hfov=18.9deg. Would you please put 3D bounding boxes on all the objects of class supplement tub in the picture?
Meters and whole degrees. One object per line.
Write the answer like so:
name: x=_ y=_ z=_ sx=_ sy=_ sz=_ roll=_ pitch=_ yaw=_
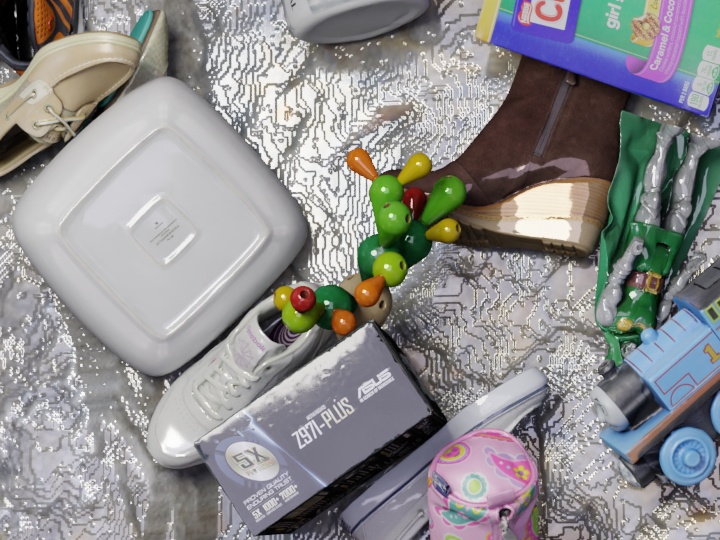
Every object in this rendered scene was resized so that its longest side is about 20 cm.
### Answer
supplement tub: x=-0.020 y=-0.296 z=1.757 sx=0.122 sy=0.123 sz=0.202 roll=-14 pitch=82 yaw=5

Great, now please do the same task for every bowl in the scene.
bowl: x=-0.161 y=-0.033 z=1.736 sx=0.200 sy=0.075 sz=0.200 roll=-43 pitch=99 yaw=-1

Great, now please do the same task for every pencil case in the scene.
pencil case: x=0.097 y=0.217 z=1.648 sx=0.087 sy=0.201 sz=0.088 roll=-2 pitch=39 yaw=2

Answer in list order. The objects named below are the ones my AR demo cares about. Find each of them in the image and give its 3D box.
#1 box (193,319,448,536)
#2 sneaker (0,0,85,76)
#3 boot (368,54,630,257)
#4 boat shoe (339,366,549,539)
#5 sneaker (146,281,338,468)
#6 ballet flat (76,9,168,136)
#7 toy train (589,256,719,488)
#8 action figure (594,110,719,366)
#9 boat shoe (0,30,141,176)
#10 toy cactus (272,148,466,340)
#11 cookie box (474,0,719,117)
box: x=-0.026 y=0.125 z=1.666 sx=0.163 sy=0.200 sz=0.086 roll=-35 pitch=82 yaw=2
sneaker: x=-0.271 y=-0.257 z=1.782 sx=0.077 sy=0.112 sz=0.202 roll=-8 pitch=82 yaw=13
boot: x=0.117 y=-0.104 z=1.758 sx=0.198 sy=0.072 sz=0.168 roll=10 pitch=72 yaw=9
boat shoe: x=0.084 y=0.166 z=1.713 sx=0.202 sy=0.075 sz=0.086 roll=-39 pitch=80 yaw=3
sneaker: x=-0.100 y=0.076 z=1.731 sx=0.200 sy=0.100 sz=0.075 roll=-43 pitch=73 yaw=-1
ballet flat: x=-0.198 y=-0.119 z=1.796 sx=0.062 sy=0.067 sz=0.201 roll=29 pitch=91 yaw=-19
toy train: x=0.266 y=0.078 z=1.685 sx=0.200 sy=0.087 sz=0.114 roll=-40 pitch=102 yaw=-3
action figure: x=0.232 y=-0.015 z=1.718 sx=0.117 sy=0.055 sz=0.202 roll=13 pitch=94 yaw=-28
boat shoe: x=-0.249 y=-0.132 z=1.750 sx=0.199 sy=0.072 sz=0.065 roll=-24 pitch=62 yaw=36
toy cactus: x=0.000 y=0.000 z=1.661 sx=0.102 sy=0.165 sz=0.200 roll=31 pitch=54 yaw=11
cookie box: x=0.208 y=-0.237 z=1.694 sx=0.199 sy=0.075 sz=0.172 roll=20 pitch=118 yaw=10
